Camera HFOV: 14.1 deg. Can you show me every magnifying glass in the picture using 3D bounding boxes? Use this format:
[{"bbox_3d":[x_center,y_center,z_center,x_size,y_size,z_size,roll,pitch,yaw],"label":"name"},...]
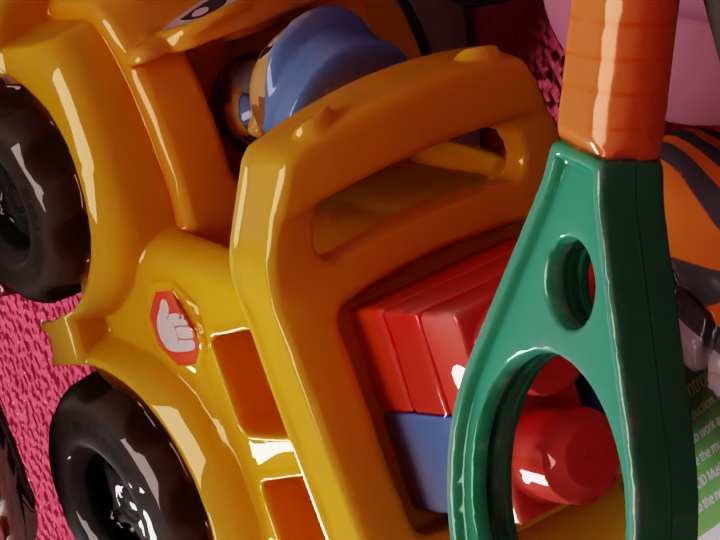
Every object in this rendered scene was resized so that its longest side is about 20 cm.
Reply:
[{"bbox_3d":[0.049,-0.005,0.608,0.080,0.022,0.201,32,118,58],"label":"magnifying glass"}]

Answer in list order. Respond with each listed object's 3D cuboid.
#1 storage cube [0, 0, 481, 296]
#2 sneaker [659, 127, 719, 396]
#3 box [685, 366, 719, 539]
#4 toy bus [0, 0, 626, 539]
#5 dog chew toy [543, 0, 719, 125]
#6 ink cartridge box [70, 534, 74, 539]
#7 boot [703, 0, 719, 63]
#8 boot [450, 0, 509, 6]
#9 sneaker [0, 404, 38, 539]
[{"bbox_3d":[-0.086,-0.100,0.906,0.180,0.171,0.201,11,109,58],"label":"storage cube"},{"bbox_3d":[0.145,0.000,0.654,0.200,0.077,0.112,41,130,34],"label":"sneaker"},{"bbox_3d":[0.118,0.122,0.770,0.144,0.036,0.201,-46,62,56],"label":"box"},{"bbox_3d":[0.000,0.000,0.743,0.192,0.135,0.201,-6,106,62],"label":"toy bus"},{"bbox_3d":[0.089,-0.114,0.658,0.125,0.124,0.200,56,151,34],"label":"dog chew toy"},{"bbox_3d":[-0.053,0.180,0.959,0.145,0.083,0.201,-15,60,60],"label":"ink cartridge box"},{"bbox_3d":[0.101,0.022,0.596,0.182,0.073,0.201,-19,95,37],"label":"boot"},{"bbox_3d":[0.041,-0.178,0.743,0.131,0.068,0.201,57,-129,-68],"label":"boot"},{"bbox_3d":[-0.132,-0.003,0.795,0.078,0.082,0.201,-9,109,32],"label":"sneaker"}]
